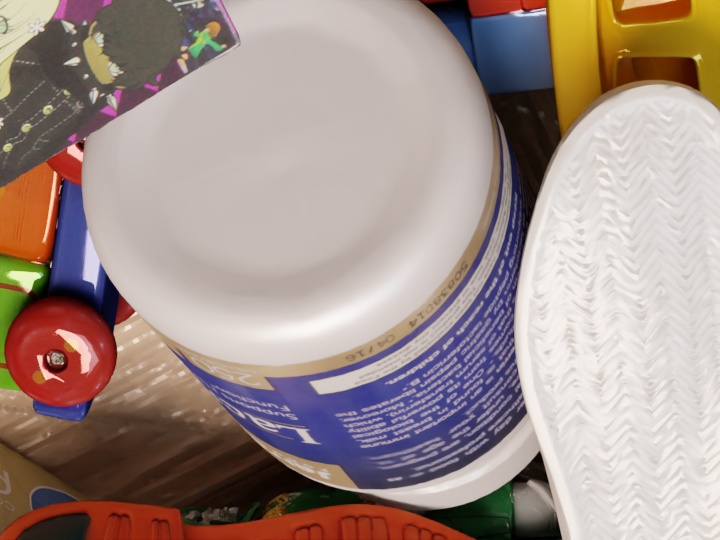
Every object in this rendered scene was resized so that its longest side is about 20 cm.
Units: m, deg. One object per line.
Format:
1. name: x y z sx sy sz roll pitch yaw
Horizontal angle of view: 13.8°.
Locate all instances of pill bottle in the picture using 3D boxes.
1. pill bottle: 0.000 0.000 0.882 0.115 0.116 0.200 -28 156 3

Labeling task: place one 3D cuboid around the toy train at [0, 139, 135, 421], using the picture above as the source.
1. toy train: -0.114 -0.062 0.893 0.115 0.085 0.201 10 110 1

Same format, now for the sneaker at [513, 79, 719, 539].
1. sneaker: 0.083 0.031 0.883 0.073 0.116 0.201 -2 108 3

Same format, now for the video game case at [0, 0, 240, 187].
1. video game case: -0.146 -0.089 0.719 0.181 0.036 0.200 -31 130 -4

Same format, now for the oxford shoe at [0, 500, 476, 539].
1. oxford shoe: -0.024 0.119 0.942 0.199 0.071 0.073 11 143 -10

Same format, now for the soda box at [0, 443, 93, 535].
1. soda box: -0.135 0.094 0.972 0.200 0.068 0.064 36 106 -28

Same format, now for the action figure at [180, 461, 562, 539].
1. action figure: 0.032 0.083 1.000 0.199 0.118 0.055 -8 94 2

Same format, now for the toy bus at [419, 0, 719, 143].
1. toy bus: 0.091 -0.120 0.883 0.191 0.136 0.201 -3 119 7
